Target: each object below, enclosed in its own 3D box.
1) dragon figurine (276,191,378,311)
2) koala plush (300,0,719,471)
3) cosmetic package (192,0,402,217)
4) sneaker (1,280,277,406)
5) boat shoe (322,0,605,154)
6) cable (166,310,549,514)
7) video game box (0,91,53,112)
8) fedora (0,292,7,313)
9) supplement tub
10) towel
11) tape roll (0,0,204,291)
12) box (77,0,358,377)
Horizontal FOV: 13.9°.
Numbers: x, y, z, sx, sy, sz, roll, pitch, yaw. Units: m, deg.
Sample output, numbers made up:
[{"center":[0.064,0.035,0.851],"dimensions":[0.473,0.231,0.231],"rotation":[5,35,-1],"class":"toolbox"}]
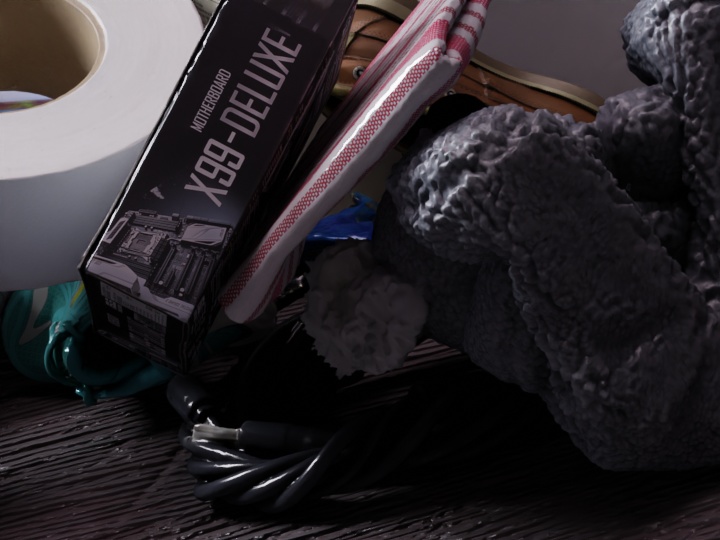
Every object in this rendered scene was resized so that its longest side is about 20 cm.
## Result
[{"center":[0.000,0.000,1.438],"dimensions":[0.200,0.059,0.099],"rotation":[2,25,45],"class":"dragon figurine"},{"center":[0.073,-0.008,1.217],"dimensions":[0.177,0.184,0.200],"rotation":[-34,20,-30],"class":"koala plush"},{"center":[-0.034,-0.101,1.539],"dimensions":[0.071,0.201,0.105],"rotation":[-18,18,-13],"class":"cosmetic package"},{"center":[-0.124,0.025,1.411],"dimensions":[0.080,0.078,0.200],"rotation":[-39,14,-32],"class":"sneaker"},{"center":[0.063,-0.064,1.464],"dimensions":[0.068,0.200,0.072],"rotation":[-64,2,-31],"class":"boat shoe"},{"center":[0.015,0.046,1.301],"dimensions":[0.199,0.051,0.163],"rotation":[-17,18,-6],"class":"cable"},{"center":[-0.254,-0.046,1.564],"dimensions":[0.200,0.047,0.182],"rotation":[-7,-30,-36],"class":"video game box"},{"center":[-0.245,0.009,1.495],"dimensions":[0.200,0.177,0.090],"rotation":[-25,56,8],"class":"fedora"},{"center":[0.088,-0.143,1.658],"dimensions":[0.144,0.145,0.200],"rotation":[-17,18,-4],"class":"supplement tub"},{"center":[0.014,-0.067,1.207],"dimensions":[0.146,0.030,0.200],"rotation":[-51,5,27],"class":"towel"},{"center":[-0.172,-0.081,1.396],"dimensions":[0.202,0.071,0.203],"rotation":[1,42,-1],"class":"tape roll"},{"center":[-0.058,-0.044,1.233],"dimensions":[0.050,0.158,0.200],"rotation":[27,-8,1],"class":"box"}]
